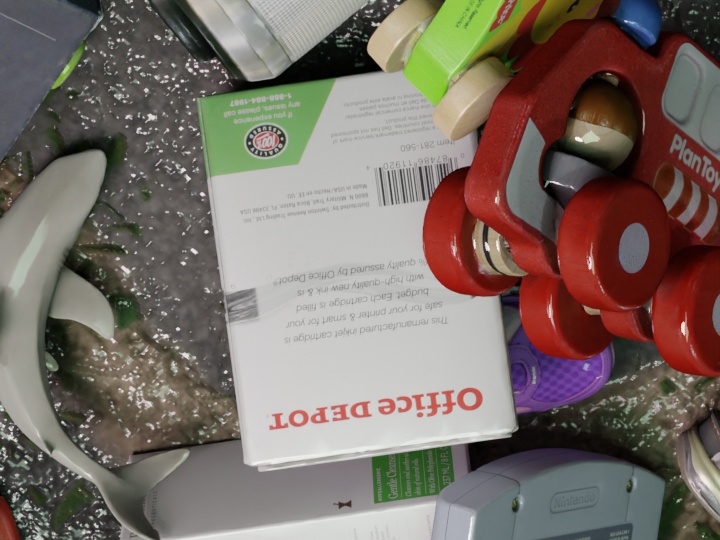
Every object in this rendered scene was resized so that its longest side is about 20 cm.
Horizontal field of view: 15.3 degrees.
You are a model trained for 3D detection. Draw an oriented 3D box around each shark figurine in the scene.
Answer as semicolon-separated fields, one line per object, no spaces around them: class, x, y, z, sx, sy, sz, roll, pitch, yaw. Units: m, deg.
shark figurine;-0.181;0.052;1.480;0.128;0.090;0.215;-11;101;9

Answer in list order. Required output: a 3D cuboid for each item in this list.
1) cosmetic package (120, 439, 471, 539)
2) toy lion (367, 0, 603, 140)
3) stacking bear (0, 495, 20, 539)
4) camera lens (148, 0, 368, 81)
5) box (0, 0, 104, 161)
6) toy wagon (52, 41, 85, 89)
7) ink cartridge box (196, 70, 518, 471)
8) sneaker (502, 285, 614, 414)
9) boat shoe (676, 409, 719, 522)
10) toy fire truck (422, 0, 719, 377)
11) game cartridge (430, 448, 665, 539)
cosmetic package;-0.032;0.151;1.538;0.200;0.108;0.085;-8;117;1
toy lion;0.103;-0.163;1.335;0.069;0.192;0.200;46;148;13
stacking bear;-0.302;0.213;1.567;0.200;0.121;0.114;-11;109;14
camera lens;-0.034;-0.204;1.313;0.200;0.160;0.160;-39;112;0
box;-0.264;-0.122;1.327;0.200;0.124;0.197;25;119;-26
toy wagon;-0.182;-0.193;1.401;0.155;0.040;0.200;34;110;-17
ink cartridge box;0.000;0.000;1.426;0.146;0.084;0.200;-7;85;3
sneaker;0.045;0.061;1.506;0.200;0.089;0.081;-1;115;-2
boat shoe;0.271;0.148;1.562;0.200;0.075;0.073;40;109;-20
toy fire truck;0.132;-0.048;1.355;0.200;0.112;0.168;34;70;-43
game cartridge;0.102;0.168;1.508;0.041;0.200;0.133;8;96;37
